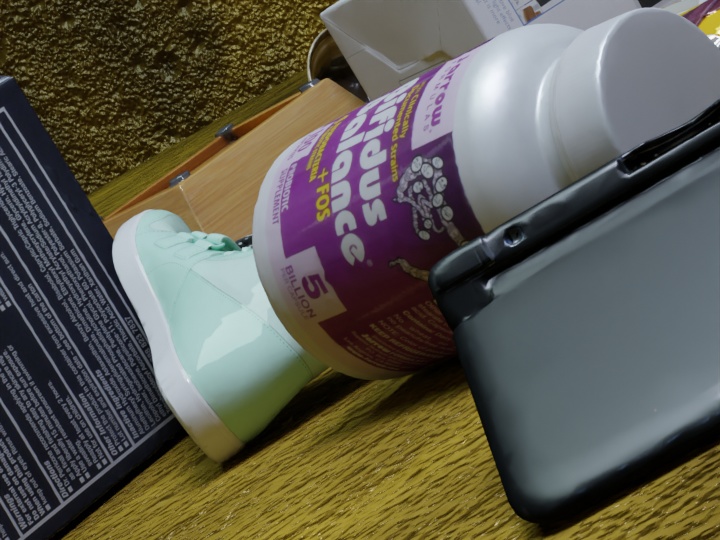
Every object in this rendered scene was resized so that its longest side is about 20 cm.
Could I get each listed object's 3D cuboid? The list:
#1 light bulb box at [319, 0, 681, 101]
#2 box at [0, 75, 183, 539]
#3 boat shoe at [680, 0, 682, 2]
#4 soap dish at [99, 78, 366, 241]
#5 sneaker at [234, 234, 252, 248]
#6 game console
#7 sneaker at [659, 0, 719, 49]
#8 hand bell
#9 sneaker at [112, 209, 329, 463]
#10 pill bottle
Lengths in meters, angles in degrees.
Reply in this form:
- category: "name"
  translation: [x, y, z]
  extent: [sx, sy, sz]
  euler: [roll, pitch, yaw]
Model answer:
- category: "light bulb box"
  translation: [0.113, -0.189, 1.823]
  extent: [0.200, 0.125, 0.198]
  euler: [-34, 7, -23]
- category: "box"
  translation: [-0.214, 0.045, 1.315]
  extent: [0.123, 0.200, 0.198]
  euler: [-24, 10, 43]
- category: "boat shoe"
  translation: [0.236, -0.151, 1.319]
  extent: [0.059, 0.072, 0.200]
  euler: [0, -28, -42]
- category: "soap dish"
  translation: [-0.091, -0.050, 1.906]
  extent: [0.200, 0.081, 0.157]
  euler: [-39, 11, -39]
- category: "sneaker"
  translation: [0.000, 0.000, 1.330]
  extent: [0.200, 0.074, 0.080]
  euler: [-32, -22, 31]
- category: "game console"
  translation: [0.136, 0.005, 0.879]
  extent: [0.200, 0.116, 0.176]
  euler: [-30, -22, 9]
- category: "sneaker"
  translation: [0.211, -0.113, 1.188]
  extent: [0.200, 0.075, 0.090]
  euler: [-34, 23, -10]
- category: "hand bell"
  translation: [-0.038, -0.098, 2.094]
  extent: [0.104, 0.104, 0.200]
  euler: [-38, -3, -39]
- category: "sneaker"
  translation: [-0.045, 0.005, 1.271]
  extent: [0.118, 0.074, 0.200]
  euler: [-35, 29, 3]
- category: "pill bottle"
  translation: [0.056, -0.032, 1.077]
  extent: [0.200, 0.112, 0.112]
  euler: [-25, 10, 46]
